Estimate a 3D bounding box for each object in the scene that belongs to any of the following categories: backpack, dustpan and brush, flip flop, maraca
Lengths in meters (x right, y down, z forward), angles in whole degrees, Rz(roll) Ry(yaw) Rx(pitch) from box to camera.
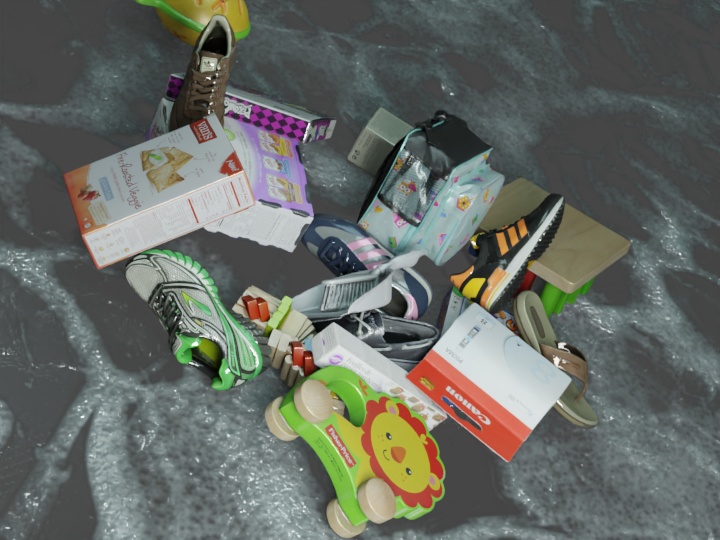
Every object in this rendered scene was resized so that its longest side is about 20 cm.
[{"bbox_3d":[0.087,-0.091,1.802,0.153,0.200,0.176,43,29,4],"label":"backpack"},{"bbox_3d":[0.009,0.014,1.656,0.200,0.139,0.057,-11,95,-40],"label":"dustpan and brush"},{"bbox_3d":[0.265,0.114,1.766,0.081,0.058,0.200,-1,66,-59],"label":"flip flop"},{"bbox_3d":[-0.256,-0.395,1.981,0.200,0.107,0.137,21,29,-15],"label":"maraca"}]

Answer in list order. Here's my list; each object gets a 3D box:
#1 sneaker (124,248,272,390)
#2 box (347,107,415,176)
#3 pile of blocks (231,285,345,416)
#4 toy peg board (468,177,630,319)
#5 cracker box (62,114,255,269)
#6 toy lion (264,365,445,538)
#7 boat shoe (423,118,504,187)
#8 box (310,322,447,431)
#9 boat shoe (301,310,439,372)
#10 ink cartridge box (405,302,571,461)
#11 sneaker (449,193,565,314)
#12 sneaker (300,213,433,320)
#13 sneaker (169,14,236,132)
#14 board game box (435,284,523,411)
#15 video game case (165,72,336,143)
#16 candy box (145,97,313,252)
[{"bbox_3d":[-0.193,0.053,1.515,0.200,0.078,0.085,41,37,12],"label":"sneaker"},{"bbox_3d":[0.087,-0.152,1.984,0.200,0.068,0.082,33,36,1],"label":"box"},{"bbox_3d":[-0.072,0.087,1.550,0.082,0.062,0.200,-32,72,-27],"label":"pile of blocks"},{"bbox_3d":[0.253,-0.023,1.948,0.199,0.098,0.200,33,33,21],"label":"toy peg board"},{"bbox_3d":[-0.237,-0.095,1.570,0.200,0.058,0.134,-22,41,-7],"label":"cracker box"},{"bbox_3d":[0.010,0.192,1.487,0.200,0.069,0.192,57,34,1],"label":"toy lion"},{"bbox_3d":[0.164,-0.157,2.052,0.200,0.063,0.073,39,35,9],"label":"boat shoe"},{"bbox_3d":[0.023,0.128,1.563,0.200,0.039,0.041,35,26,-37],"label":"box"},{"bbox_3d":[0.005,0.079,1.641,0.200,0.068,0.072,11,40,-26],"label":"boat shoe"},{"bbox_3d":[0.159,0.131,1.634,0.160,0.047,0.200,39,27,8],"label":"ink cartridge box"},{"bbox_3d":[0.199,-0.040,1.811,0.090,0.070,0.200,30,70,17],"label":"sneaker"},{"bbox_3d":[0.000,0.000,1.733,0.200,0.070,0.082,32,33,3],"label":"sneaker"},{"bbox_3d":[-0.201,-0.237,1.695,0.070,0.076,0.200,7,57,-1],"label":"sneaker"},{"bbox_3d":[0.159,0.113,1.747,0.135,0.034,0.200,28,35,-6],"label":"board game box"},{"bbox_3d":[-0.145,-0.223,1.825,0.200,0.036,0.181,19,11,6],"label":"video game case"},{"bbox_3d":[-0.174,-0.125,1.749,0.200,0.072,0.168,14,39,-24],"label":"candy box"}]
